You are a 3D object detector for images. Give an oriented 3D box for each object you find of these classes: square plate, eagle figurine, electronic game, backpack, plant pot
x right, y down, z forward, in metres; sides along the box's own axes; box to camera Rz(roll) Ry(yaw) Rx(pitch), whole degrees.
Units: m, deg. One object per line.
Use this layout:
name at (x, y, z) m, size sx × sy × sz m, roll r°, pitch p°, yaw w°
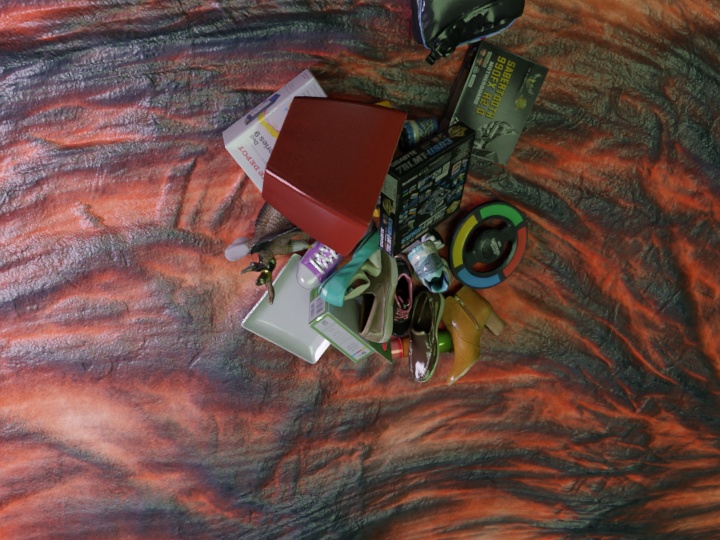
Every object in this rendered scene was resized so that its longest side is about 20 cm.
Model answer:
square plate at (-0.121, 0.082, 1.331) m, size 0.199 × 0.029 × 0.199 m, roll 32°, pitch 104°, yaw -27°
eagle figurine at (-0.153, -0.067, 1.184) m, size 0.150 × 0.152 × 0.201 m, roll -24°, pitch 149°, yaw -45°
electronic game at (0.277, -0.053, 1.349) m, size 0.197 × 0.042 × 0.203 m, roll -9°, pitch 115°, yaw -20°
backpack at (0.177, -0.476, 1.054) m, size 0.188 × 0.155 × 0.202 m, roll -9°, pitch 125°, yaw -1°
plant pot at (-0.056, -0.163, 1.008) m, size 0.174 × 0.200 × 0.202 m, roll 20°, pitch 76°, yaw -7°

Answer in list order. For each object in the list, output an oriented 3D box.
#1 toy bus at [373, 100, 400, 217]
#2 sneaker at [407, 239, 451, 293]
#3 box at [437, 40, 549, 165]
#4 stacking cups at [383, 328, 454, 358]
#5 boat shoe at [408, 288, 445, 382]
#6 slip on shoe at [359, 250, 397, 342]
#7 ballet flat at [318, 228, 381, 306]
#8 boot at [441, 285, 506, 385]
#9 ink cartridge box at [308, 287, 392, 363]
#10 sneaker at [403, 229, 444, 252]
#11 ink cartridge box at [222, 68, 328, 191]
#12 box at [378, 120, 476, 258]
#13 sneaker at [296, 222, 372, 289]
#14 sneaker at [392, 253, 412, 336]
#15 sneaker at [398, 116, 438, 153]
toy bus at (0.034, -0.206, 1.170) m, size 0.077 × 0.065 × 0.203 m, roll -15°, pitch 100°, yaw -10°
sneaker at (0.153, 0.016, 1.302) m, size 0.077 × 0.087 × 0.200 m, roll -30°, pitch 154°, yaw 10°
box at (0.252, -0.323, 1.212) m, size 0.156 × 0.048 × 0.202 m, roll 14°, pitch 113°, yaw -20°
stacking cups at (0.149, 0.173, 1.432) m, size 0.197 × 0.061 × 0.061 m, roll -10°, pitch 119°, yaw -11°
boat shoe at (0.131, 0.140, 1.360) m, size 0.075 × 0.074 × 0.206 m, roll 15°, pitch 80°, yaw -57°
slip on shoe at (0.030, 0.045, 1.276) m, size 0.060 × 0.076 × 0.203 m, roll 12°, pitch 74°, yaw -27°
ballet flat at (0.000, 0.000, 1.244) m, size 0.200 × 0.070 × 0.068 m, roll -48°, pitch 167°, yaw -29°
boot at (0.215, 0.139, 1.391) m, size 0.144 × 0.071 × 0.201 m, roll 41°, pitch 79°, yaw 7°
ink cartridge box at (-0.020, 0.118, 1.295) m, size 0.059 × 0.105 × 0.200 m, roll -35°, pitch 123°, yaw 24°
sneaker at (0.082, -0.083, 1.280) m, size 0.199 × 0.076 × 0.081 m, roll 34°, pitch 113°, yaw -27°
ink cartridge box at (-0.129, -0.240, 1.129) m, size 0.199 × 0.088 × 0.146 m, roll -34°, pitch 121°, yaw 6°
box at (0.119, -0.148, 1.152) m, size 0.199 × 0.050 × 0.200 m, roll -35°, pitch 150°, yaw -26°
sneaker at (-0.055, -0.047, 1.215) m, size 0.073 × 0.114 × 0.201 m, roll 41°, pitch 87°, yaw 1°
sneaker at (0.083, 0.068, 1.342) m, size 0.078 × 0.096 × 0.202 m, roll -11°, pitch 120°, yaw -11°
sneaker at (0.125, -0.210, 1.196) m, size 0.084 × 0.078 × 0.201 m, roll -23°, pitch 146°, yaw -8°
